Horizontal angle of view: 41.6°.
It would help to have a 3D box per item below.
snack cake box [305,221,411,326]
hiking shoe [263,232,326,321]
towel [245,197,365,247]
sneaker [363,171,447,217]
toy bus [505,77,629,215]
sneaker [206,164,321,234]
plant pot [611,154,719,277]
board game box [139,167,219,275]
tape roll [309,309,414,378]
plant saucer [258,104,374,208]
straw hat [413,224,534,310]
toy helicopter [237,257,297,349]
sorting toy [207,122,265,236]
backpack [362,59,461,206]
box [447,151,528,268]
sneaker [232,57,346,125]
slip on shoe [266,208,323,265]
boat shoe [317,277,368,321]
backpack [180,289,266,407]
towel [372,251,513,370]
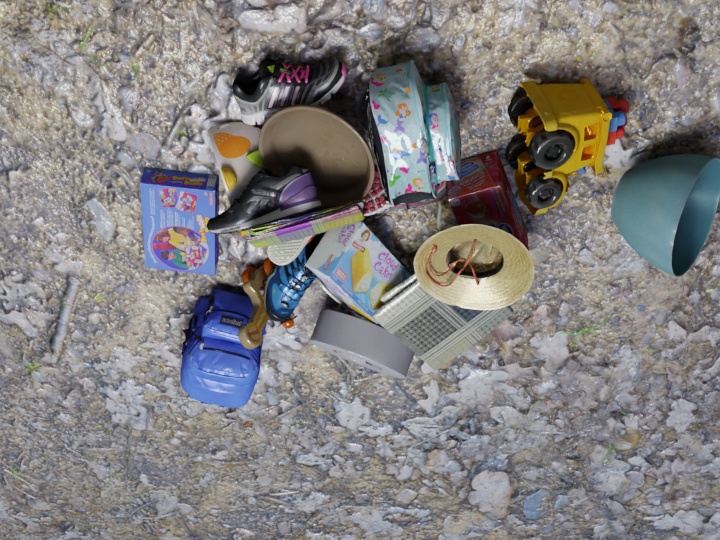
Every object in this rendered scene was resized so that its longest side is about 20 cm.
[{"bbox_3d":[0.000,0.000,1.695,0.067,0.116,0.200,26,168,39],"label":"snack cake box"},{"bbox_3d":[-0.111,-0.001,1.694,0.074,0.087,0.202,27,86,-20],"label":"hiking shoe"},{"bbox_3d":[-0.085,-0.076,1.547,0.198,0.023,0.144,-15,176,0],"label":"towel"},{"bbox_3d":[0.055,-0.129,1.644,0.197,0.082,0.075,-6,163,19],"label":"sneaker"},{"bbox_3d":[0.341,-0.207,1.533,0.190,0.137,0.201,-11,135,-8],"label":"toy bus"},{"bbox_3d":[-0.163,-0.118,1.548,0.198,0.076,0.089,-15,93,15],"label":"sneaker"},{"bbox_3d":[0.498,-0.107,1.580,0.134,0.200,0.202,22,141,32],"label":"plant pot"},{"bbox_3d":[-0.326,-0.086,1.722,0.133,0.045,0.202,6,132,-3],"label":"board game box"},{"bbox_3d":[0.005,0.141,1.818,0.198,0.067,0.200,20,171,3],"label":"tape roll"},{"bbox_3d":[-0.068,-0.185,1.522,0.198,0.030,0.202,13,136,13],"label":"plant saucer"},{"bbox_3d":[0.192,-0.030,1.581,0.198,0.086,0.203,7,132,8],"label":"straw hat"},{"bbox_3d":[-0.173,0.077,1.754,0.078,0.201,0.133,-26,116,33],"label":"toy helicopter"},{"bbox_3d":[-0.146,-0.162,1.628,0.178,0.107,0.201,-18,132,-6],"label":"sorting toy"},{"bbox_3d":[0.080,-0.224,1.488,0.149,0.178,0.202,-14,119,12],"label":"backpack"},{"bbox_3d":[0.224,-0.092,1.647,0.094,0.100,0.201,-14,129,17],"label":"box"},{"bbox_3d":[-0.120,-0.298,1.499,0.198,0.074,0.088,-15,136,22],"label":"sneaker"},{"bbox_3d":[-0.087,-0.094,1.644,0.074,0.061,0.200,40,96,-4],"label":"slip on shoe"},{"bbox_3d":[-0.001,0.051,1.820,0.057,0.067,0.200,-43,124,12],"label":"boat shoe"},{"bbox_3d":[-0.268,0.149,1.826,0.160,0.201,0.169,10,132,-5],"label":"backpack"},{"bbox_3d":[0.146,0.073,1.706,0.199,0.035,0.192,-38,121,19],"label":"towel"}]
